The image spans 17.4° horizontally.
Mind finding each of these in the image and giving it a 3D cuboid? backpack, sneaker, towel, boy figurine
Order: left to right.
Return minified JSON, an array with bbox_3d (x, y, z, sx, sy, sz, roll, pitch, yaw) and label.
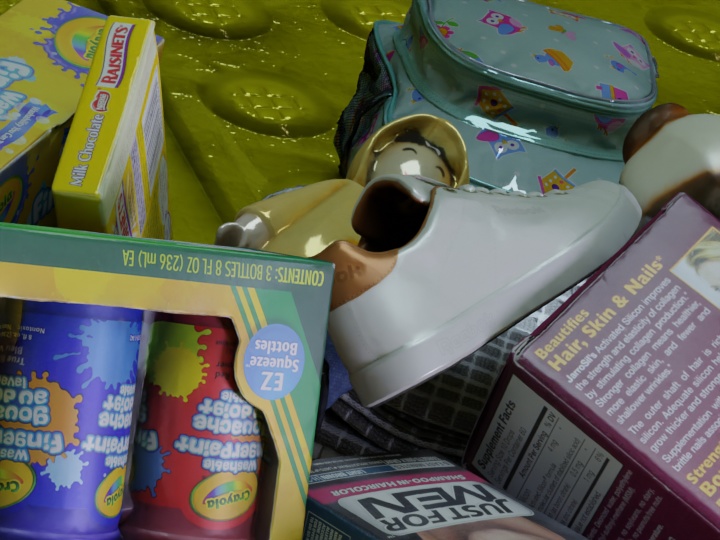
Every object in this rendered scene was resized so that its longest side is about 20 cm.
[{"bbox_3d":[0.000,0.000,1.073,0.124,0.065,0.200,30,43,11],"label":"boy figurine"},{"bbox_3d":[0.018,0.042,1.149,0.199,0.086,0.166,18,30,5],"label":"towel"},{"bbox_3d":[0.052,-0.017,1.028,0.200,0.073,0.085,-30,89,-49],"label":"sneaker"},{"bbox_3d":[0.081,-0.062,1.295,0.175,0.154,0.200,15,35,-11],"label":"backpack"}]

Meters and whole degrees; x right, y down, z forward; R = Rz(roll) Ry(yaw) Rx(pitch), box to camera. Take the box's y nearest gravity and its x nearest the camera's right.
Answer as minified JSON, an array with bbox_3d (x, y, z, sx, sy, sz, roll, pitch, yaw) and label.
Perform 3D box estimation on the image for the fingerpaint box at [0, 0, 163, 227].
[{"bbox_3d":[-0.172,-0.010,1.054,0.073,0.167,0.200,21,30,11],"label":"fingerpaint box"}]

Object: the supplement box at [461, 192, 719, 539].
[{"bbox_3d":[0.164,0.087,1.018,0.200,0.103,0.131,41,58,14],"label":"supplement box"}]

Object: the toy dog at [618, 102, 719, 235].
[{"bbox_3d":[0.209,-0.004,1.181,0.199,0.194,0.140,23,29,-37],"label":"toy dog"}]

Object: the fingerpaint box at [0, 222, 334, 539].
[{"bbox_3d":[-0.117,0.067,0.878,0.199,0.168,0.073,7,1,-34],"label":"fingerpaint box"}]

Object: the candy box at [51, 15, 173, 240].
[{"bbox_3d":[-0.105,-0.006,1.035,0.026,0.200,0.103,9,51,7],"label":"candy box"}]

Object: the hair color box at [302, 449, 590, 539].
[{"bbox_3d":[0.054,0.137,0.923,0.100,0.061,0.200,-3,22,-43],"label":"hair color box"}]
